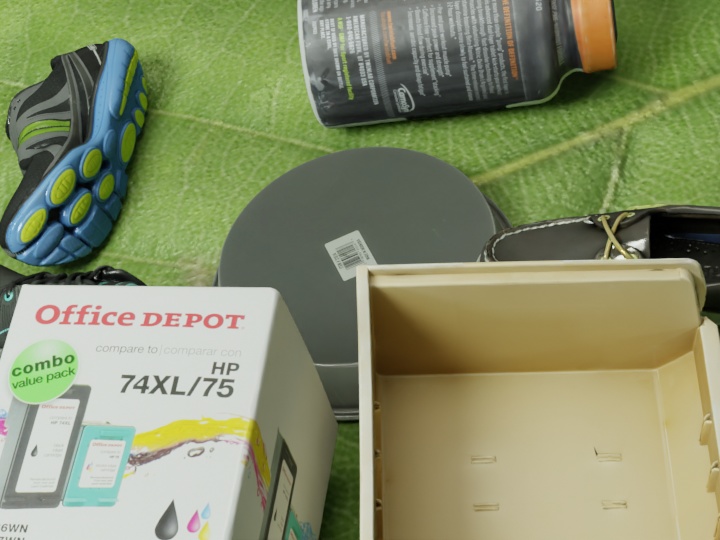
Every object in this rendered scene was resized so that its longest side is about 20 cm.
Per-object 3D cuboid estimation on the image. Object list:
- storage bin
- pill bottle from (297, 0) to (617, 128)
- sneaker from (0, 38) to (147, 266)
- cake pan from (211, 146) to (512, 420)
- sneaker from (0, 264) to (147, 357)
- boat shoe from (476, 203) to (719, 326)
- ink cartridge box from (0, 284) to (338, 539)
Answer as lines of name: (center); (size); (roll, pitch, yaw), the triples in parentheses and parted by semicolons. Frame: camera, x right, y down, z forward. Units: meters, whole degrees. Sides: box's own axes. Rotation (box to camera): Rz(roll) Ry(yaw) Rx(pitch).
storage bin: (0.099, 0.102, 0.983); (0.198, 0.094, 0.201); (-2, 50, 1)
pill bottle: (0.065, -0.154, 1.219); (0.199, 0.106, 0.107); (-6, 50, 9)
sneaker: (-0.200, -0.076, 1.249); (0.082, 0.071, 0.200); (-4, 45, 17)
cake pan: (0.000, 0.000, 1.152); (0.199, 0.037, 0.201); (-7, 50, 8)
sneaker: (-0.166, 0.026, 1.123); (0.199, 0.080, 0.075); (24, 31, 17)
boat shoe: (0.166, -0.009, 1.083); (0.200, 0.061, 0.072); (2, 54, 2)
ink cartridge box: (-0.109, 0.128, 0.962); (0.146, 0.146, 0.201); (0, 57, 14)
